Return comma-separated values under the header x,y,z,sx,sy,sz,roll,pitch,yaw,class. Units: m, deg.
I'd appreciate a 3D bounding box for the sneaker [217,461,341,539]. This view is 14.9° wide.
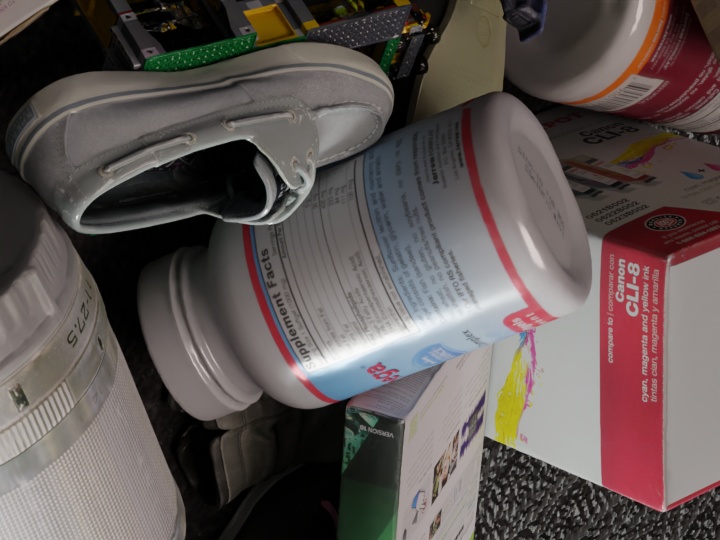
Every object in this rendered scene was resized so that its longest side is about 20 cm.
x,y,z,sx,sy,sz,roll,pitch,yaw,class
-0.034,0.167,1.432,0.200,0.099,0.071,-41,129,-26,sneaker

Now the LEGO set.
x,y,z,sx,sy,sz,roll,pitch,yaw,class
-0.075,-0.115,1.290,0.199,0.116,0.154,-20,150,-22,LEGO set

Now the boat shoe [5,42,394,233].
x,y,z,sx,sy,sz,roll,pitch,yaw,class
-0.059,-0.049,1.206,0.200,0.072,0.070,-10,145,-38,boat shoe

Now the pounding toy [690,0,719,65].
x,y,z,sx,sy,sz,roll,pitch,yaw,class
0.254,-0.203,1.389,0.199,0.143,0.184,5,146,-46,pounding toy

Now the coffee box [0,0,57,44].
x,y,z,sx,sy,sz,roll,pitch,yaw,class
-0.202,-0.179,1.068,0.080,0.113,0.201,-40,114,-39,coffee box

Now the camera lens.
x,y,z,sx,sy,sz,roll,pitch,yaw,class
-0.175,0.075,1.211,0.160,0.160,0.201,-39,130,-26,camera lens

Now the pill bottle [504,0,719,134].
x,y,z,sx,sy,sz,roll,pitch,yaw,class
0.170,-0.136,1.495,0.199,0.114,0.115,7,102,-46,pill bottle

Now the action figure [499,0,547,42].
x,y,z,sx,sy,sz,roll,pitch,yaw,class
0.100,-0.219,1.317,0.193,0.104,0.201,28,57,-41,action figure

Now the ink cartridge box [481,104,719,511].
x,y,z,sx,sy,sz,roll,pitch,yaw,class
0.135,0.013,1.462,0.145,0.199,0.146,-21,118,-38,ink cartridge box

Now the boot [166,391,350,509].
x,y,z,sx,sy,sz,roll,pitch,yaw,class
-0.035,0.021,1.399,0.130,0.068,0.201,-15,115,-34,boot

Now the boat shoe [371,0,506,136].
x,y,z,sx,sy,sz,roll,pitch,yaw,class
0.035,-0.122,1.377,0.074,0.063,0.203,27,71,-57,boat shoe

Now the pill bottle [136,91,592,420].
x,y,z,sx,sy,sz,roll,pitch,yaw,class
0.000,0.000,1.293,0.109,0.199,0.109,53,24,-37,pill bottle

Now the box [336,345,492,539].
x,y,z,sx,sy,sz,roll,pitch,yaw,class
0.025,0.121,1.412,0.144,0.036,0.201,-51,149,-55,box
